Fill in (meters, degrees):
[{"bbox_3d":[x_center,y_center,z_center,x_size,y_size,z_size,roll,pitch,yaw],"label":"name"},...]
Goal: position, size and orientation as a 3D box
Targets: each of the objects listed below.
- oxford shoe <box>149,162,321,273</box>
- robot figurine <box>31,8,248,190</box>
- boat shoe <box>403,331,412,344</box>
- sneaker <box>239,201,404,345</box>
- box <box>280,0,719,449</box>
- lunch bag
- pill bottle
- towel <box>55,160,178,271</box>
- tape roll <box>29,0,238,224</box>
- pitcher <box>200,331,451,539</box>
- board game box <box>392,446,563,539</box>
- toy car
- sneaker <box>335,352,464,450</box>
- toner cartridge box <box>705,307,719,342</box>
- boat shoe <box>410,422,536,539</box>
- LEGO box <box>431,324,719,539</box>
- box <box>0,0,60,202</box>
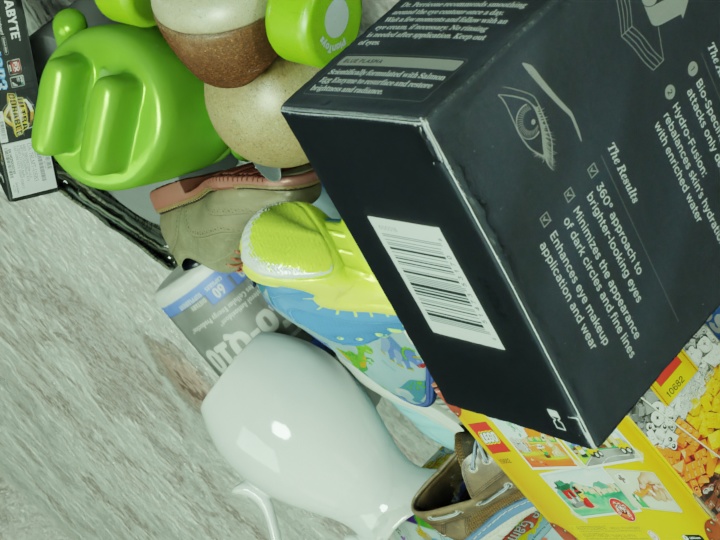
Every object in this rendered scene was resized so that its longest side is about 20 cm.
[{"bbox_3d":[-0.081,-0.038,1.140,0.200,0.070,0.075,-6,98,59],"label":"oxford shoe"},{"bbox_3d":[-0.154,-0.123,1.161,0.175,0.200,0.116,20,109,22],"label":"robot figurine"},{"bbox_3d":[0.024,-0.030,1.071,0.070,0.070,0.201,-52,-58,-76],"label":"boat shoe"},{"bbox_3d":[0.025,0.006,1.013,0.199,0.076,0.105,11,154,10],"label":"sneaker"},{"bbox_3d":[0.099,-0.057,0.791,0.117,0.200,0.197,13,139,52],"label":"box"},{"bbox_3d":[0.000,0.000,1.213,0.200,0.082,0.161,37,151,21],"label":"lunch bag"},{"bbox_3d":[-0.078,0.062,1.401,0.200,0.114,0.114,50,157,-10],"label":"pill bottle"},{"bbox_3d":[-0.267,-0.087,1.504,0.200,0.035,0.192,37,178,43],"label":"towel"},{"bbox_3d":[-0.196,-0.135,1.352,0.200,0.066,0.201,39,156,20],"label":"tape roll"},{"bbox_3d":[-0.045,0.163,1.289,0.200,0.172,0.121,40,174,3],"label":"pitcher"},{"bbox_3d":[0.126,0.220,1.315,0.200,0.103,0.105,6,134,57],"label":"board game box"},{"bbox_3d":[-0.041,-0.126,0.964,0.164,0.158,0.201,18,141,33],"label":"toy car"},{"bbox_3d":[0.049,0.098,1.293,0.200,0.074,0.082,37,152,25],"label":"sneaker"},{"bbox_3d":[0.166,0.032,1.020,0.095,0.043,0.200,44,157,2],"label":"toner cartridge box"},{"bbox_3d":[0.104,0.140,1.170,0.072,0.073,0.200,18,130,-20],"label":"boat shoe"},{"bbox_3d":[0.154,0.092,0.983,0.149,0.077,0.200,49,157,-9],"label":"LEGO box"},{"bbox_3d":[-0.310,-0.188,1.337,0.200,0.049,0.200,-131,32,-55],"label":"box"}]
